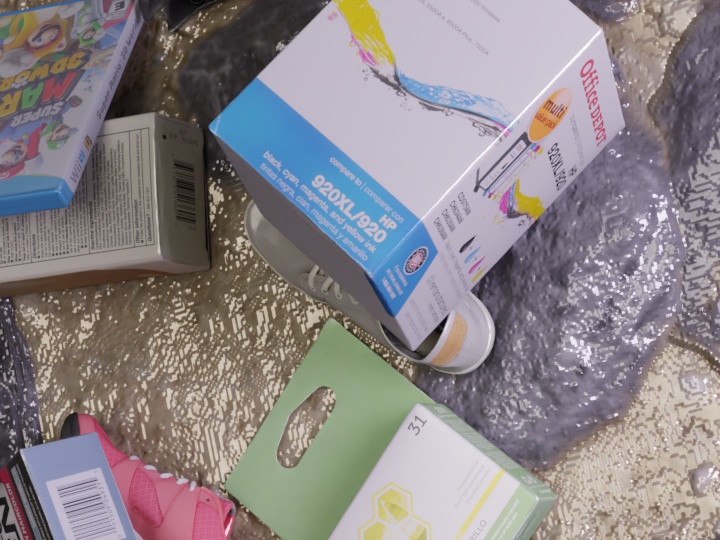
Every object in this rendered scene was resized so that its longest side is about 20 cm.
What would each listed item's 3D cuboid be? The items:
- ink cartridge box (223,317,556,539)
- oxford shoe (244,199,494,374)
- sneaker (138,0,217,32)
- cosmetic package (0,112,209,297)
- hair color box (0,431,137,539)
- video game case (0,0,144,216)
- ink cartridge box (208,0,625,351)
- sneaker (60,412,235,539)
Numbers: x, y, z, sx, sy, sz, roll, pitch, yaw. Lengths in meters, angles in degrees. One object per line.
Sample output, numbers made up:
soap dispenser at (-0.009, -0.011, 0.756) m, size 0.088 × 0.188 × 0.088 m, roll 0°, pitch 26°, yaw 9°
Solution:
ink cartridge box at (0.008, 0.143, 1.319) m, size 0.199 × 0.048 × 0.146 m, roll 37°, pitch 101°, yaw 21°
oxford shoe at (0.000, 0.000, 1.331) m, size 0.199 × 0.058 × 0.076 m, roll 35°, pitch 102°, yaw 26°
sneaker at (-0.065, -0.235, 1.387) m, size 0.198 × 0.060 × 0.105 m, roll -10°, pitch 79°, yaw 29°
cosmetic package at (-0.208, -0.041, 1.424) m, size 0.198 × 0.071 × 0.106 m, roll -6°, pitch 81°, yaw 24°
hair color box at (-0.220, 0.195, 1.361) m, size 0.200 × 0.060 × 0.100 m, roll -44°, pitch 64°, yaw 49°
video game case at (-0.234, -0.113, 1.411) m, size 0.142 × 0.018 × 0.201 m, roll -6°, pitch 46°, yaw 24°
ink cartridge box at (0.039, -0.087, 1.242) m, size 0.144 × 0.147 × 0.200 m, roll 41°, pitch 83°, yaw 22°
sneaker at (-0.130, 0.168, 1.380) m, size 0.086 × 0.074 × 0.201 m, roll -32°, pitch 64°, yaw -10°
